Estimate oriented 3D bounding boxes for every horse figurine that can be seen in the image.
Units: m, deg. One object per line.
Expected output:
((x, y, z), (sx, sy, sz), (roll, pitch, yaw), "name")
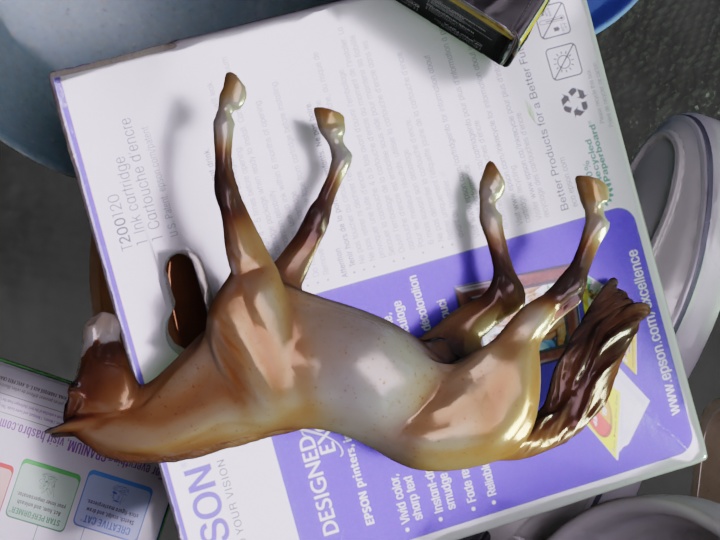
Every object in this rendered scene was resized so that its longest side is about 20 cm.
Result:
((0.008, 0.018, 0.798), (0.200, 0.050, 0.133), (15, 84, -14), "horse figurine")

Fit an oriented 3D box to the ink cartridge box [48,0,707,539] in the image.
((0.006, 0.000, 0.846), (0.200, 0.043, 0.198), (-15, 92, -16), "ink cartridge box")

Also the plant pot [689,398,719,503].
((0.263, 0.169, 0.998), (0.177, 0.200, 0.200), (8, 89, -36), "plant pot")

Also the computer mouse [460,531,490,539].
((-0.014, 0.091, 0.924), (0.200, 0.046, 0.140), (-44, 89, 0), "computer mouse")

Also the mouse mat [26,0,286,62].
((-0.063, -0.148, 0.932), (0.200, 0.008, 0.161), (44, 75, -18), "mouse mat")

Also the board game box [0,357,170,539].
((-0.164, 0.128, 0.881), (0.153, 0.040, 0.200), (21, 84, -23), "board game box")

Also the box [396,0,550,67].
((0.010, -0.191, 0.819), (0.200, 0.049, 0.160), (33, 81, 1), "box")

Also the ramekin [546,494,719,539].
((0.145, 0.188, 0.917), (0.105, 0.200, 0.200), (7, 90, -36), "ramekin")

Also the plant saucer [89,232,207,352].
((0.000, 0.000, 0.886), (0.200, 0.037, 0.200), (0, 89, -15), "plant saucer")

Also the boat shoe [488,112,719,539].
((0.096, 0.023, 0.977), (0.066, 0.072, 0.200), (22, 92, -27), "boat shoe")

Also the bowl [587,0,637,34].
((0.067, -0.189, 0.931), (0.201, 0.039, 0.201), (-15, 112, -43), "bowl")

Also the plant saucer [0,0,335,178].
((-0.086, -0.131, 0.898), (0.201, 0.039, 0.201), (-1, 93, -23), "plant saucer")
